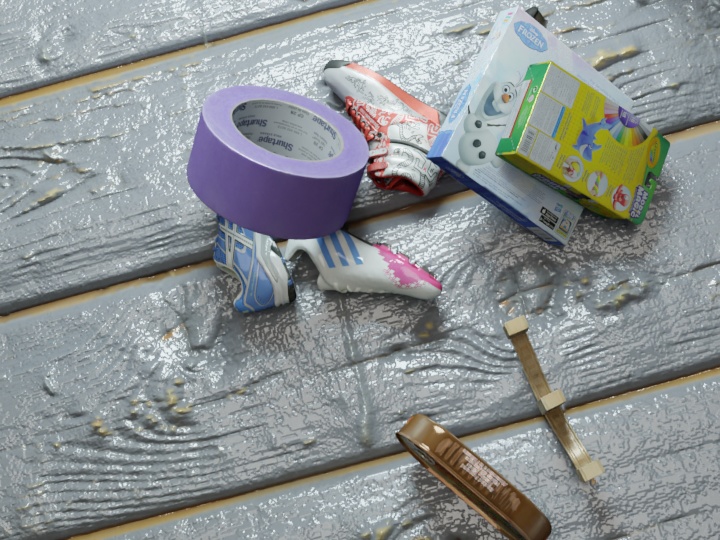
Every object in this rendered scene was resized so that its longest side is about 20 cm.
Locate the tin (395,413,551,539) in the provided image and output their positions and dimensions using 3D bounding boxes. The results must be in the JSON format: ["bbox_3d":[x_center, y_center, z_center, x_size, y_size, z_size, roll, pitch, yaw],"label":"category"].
[{"bbox_3d":[0.124,0.232,1.166,0.200,0.112,0.042,39,73,12],"label":"tin"}]

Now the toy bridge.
[{"bbox_3d":[0.216,0.149,1.199,0.027,0.067,0.201,-26,77,-1],"label":"toy bridge"}]

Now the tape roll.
[{"bbox_3d":[-0.095,-0.128,1.222,0.199,0.200,0.085,28,124,11],"label":"tape roll"}]

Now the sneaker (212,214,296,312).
[{"bbox_3d":[-0.147,-0.043,1.272,0.076,0.076,0.201,-24,74,-5],"label":"sneaker"}]

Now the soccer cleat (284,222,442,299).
[{"bbox_3d":[0.000,0.000,1.259,0.199,0.070,0.087,29,90,16],"label":"soccer cleat"}]

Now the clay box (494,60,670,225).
[{"bbox_3d":[0.259,-0.140,1.215,0.199,0.047,0.116,27,81,-26],"label":"clay box"}]

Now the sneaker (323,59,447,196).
[{"bbox_3d":[0.020,-0.170,1.292,0.200,0.067,0.108,30,78,8],"label":"sneaker"}]

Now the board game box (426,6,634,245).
[{"bbox_3d":[0.202,-0.165,1.237,0.199,0.043,0.200,32,80,-23],"label":"board game box"}]

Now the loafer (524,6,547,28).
[{"bbox_3d":[0.194,-0.221,1.295,0.071,0.073,0.202,18,86,-11],"label":"loafer"}]
